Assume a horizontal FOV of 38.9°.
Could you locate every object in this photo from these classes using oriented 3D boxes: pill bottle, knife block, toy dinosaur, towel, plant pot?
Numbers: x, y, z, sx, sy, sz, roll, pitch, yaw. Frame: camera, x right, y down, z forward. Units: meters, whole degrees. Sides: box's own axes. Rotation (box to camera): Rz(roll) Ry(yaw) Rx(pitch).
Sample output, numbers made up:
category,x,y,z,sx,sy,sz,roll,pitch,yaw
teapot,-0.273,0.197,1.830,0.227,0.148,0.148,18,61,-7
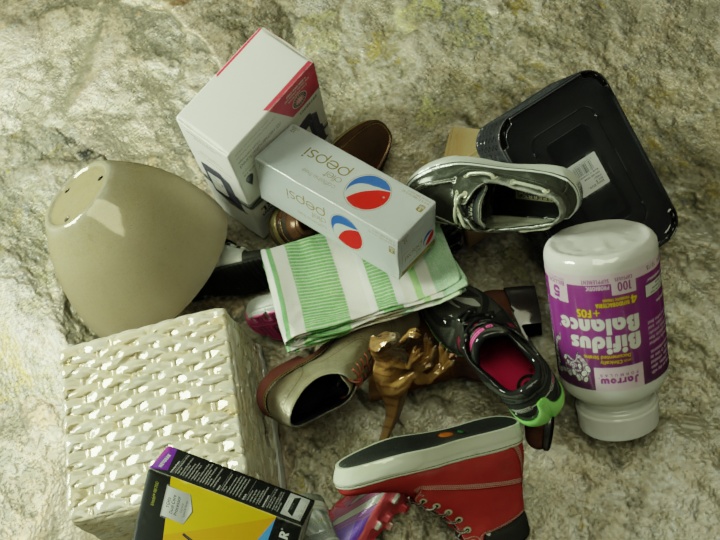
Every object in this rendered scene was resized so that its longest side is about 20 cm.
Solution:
category,x,y,z,sx,sy,sz,roll,pitch,yaw
pill bottle,0.247,0.062,1.013,0.110,0.203,0.113,-10,20,4
knife block,0.134,-0.070,1.165,0.197,0.064,0.178,8,68,12
toy dinosaur,0.038,0.113,1.045,0.105,0.202,0.061,-24,47,-17
towel,0.000,0.000,1.078,0.197,0.024,0.154,-18,45,-3
plant pot,-0.263,-0.041,1.113,0.198,0.135,0.202,-24,41,23

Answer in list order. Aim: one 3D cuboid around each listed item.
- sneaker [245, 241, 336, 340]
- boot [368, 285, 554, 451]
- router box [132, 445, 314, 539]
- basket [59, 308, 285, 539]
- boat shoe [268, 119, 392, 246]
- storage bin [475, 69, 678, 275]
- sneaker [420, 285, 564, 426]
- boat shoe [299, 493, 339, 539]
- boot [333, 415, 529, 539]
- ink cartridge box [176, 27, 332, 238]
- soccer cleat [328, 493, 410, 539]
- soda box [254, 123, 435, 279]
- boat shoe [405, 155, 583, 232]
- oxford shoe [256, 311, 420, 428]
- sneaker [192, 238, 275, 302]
category,x,y,z,sx,sy,sz,roll,pitch,yaw
sneaker,-0.039,0.012,1.153,0.197,0.082,0.089,-20,60,-7
boot,0.103,0.112,1.087,0.197,0.069,0.191,-10,68,7
router box,-0.138,0.279,0.934,0.147,0.051,0.203,18,110,7
basket,-0.197,0.166,1.059,0.197,0.161,0.201,-14,65,4
boat shoe,-0.023,-0.101,1.183,0.072,0.067,0.201,47,66,-14
storage bin,0.230,-0.096,1.095,0.134,0.094,0.202,-31,98,-6
sneaker,0.129,0.068,1.025,0.077,0.084,0.200,-42,52,-6
boat shoe,-0.094,0.303,0.990,0.202,0.074,0.065,-48,49,17
boot,0.074,0.233,0.995,0.197,0.072,0.147,-8,97,-17
ink cartridge box,-0.112,-0.151,1.166,0.084,0.201,0.145,35,75,19
soccer cleat,-0.009,0.255,1.043,0.076,0.067,0.201,28,76,24
soda box,-0.017,-0.074,1.077,0.199,0.064,0.068,31,59,26
boat shoe,0.122,-0.074,1.032,0.197,0.072,0.064,1,25,34
oxford shoe,-0.008,0.101,1.050,0.199,0.071,0.075,-35,30,-17
sneaker,-0.174,-0.016,1.183,0.197,0.074,0.090,-9,60,9
